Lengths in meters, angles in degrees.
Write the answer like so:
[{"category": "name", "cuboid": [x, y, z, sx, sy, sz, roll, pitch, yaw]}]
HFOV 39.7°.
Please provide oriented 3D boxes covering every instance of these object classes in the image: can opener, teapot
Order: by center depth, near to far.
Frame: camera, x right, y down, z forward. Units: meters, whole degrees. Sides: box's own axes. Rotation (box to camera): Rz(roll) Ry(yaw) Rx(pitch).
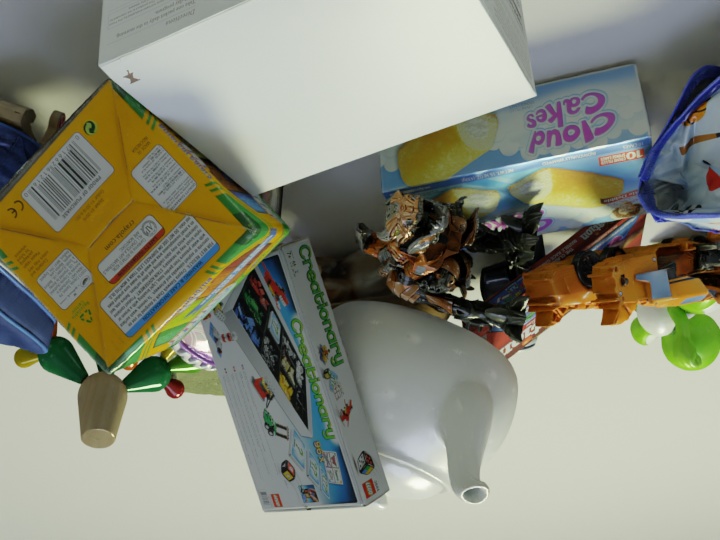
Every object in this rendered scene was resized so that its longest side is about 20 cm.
[{"category": "teapot", "cuboid": [0.028, 0.126, 0.834, 0.195, 0.148, 0.200, 16, 161, 14]}, {"category": "can opener", "cuboid": [0.152, -0.004, 0.919, 0.077, 0.064, 0.201, -18, 151, -2]}]

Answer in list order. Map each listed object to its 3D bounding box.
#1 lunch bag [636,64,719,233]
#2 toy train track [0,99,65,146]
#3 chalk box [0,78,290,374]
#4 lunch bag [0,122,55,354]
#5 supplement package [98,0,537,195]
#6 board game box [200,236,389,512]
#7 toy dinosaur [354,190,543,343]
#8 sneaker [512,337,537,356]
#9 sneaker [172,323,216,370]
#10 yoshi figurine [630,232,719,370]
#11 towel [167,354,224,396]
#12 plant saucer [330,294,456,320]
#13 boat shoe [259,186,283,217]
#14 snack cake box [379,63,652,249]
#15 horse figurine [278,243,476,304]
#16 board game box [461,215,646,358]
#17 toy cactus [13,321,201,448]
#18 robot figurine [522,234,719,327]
[{"category": "lunch bag", "cuboid": [0.309, -0.090, 0.693, 0.168, 0.125, 0.199, 5, 149, -44]}, {"category": "toy train track", "cuboid": [-0.238, -0.082, 0.752, 0.113, 0.033, 0.200, 18, 160, 0]}, {"category": "chalk box", "cuboid": [-0.134, -0.028, 0.660, 0.125, 0.124, 0.200, -44, 178, 5]}, {"category": "lunch bag", "cuboid": [-0.288, -0.016, 0.722, 0.134, 0.134, 0.200, 14, 160, 10]}, {"category": "supplement package", "cuboid": [-0.021, -0.151, 0.569, 0.197, 0.112, 0.156, -16, 150, 23]}, {"category": "board game box", "cuboid": [-0.059, 0.087, 0.779, 0.125, 0.203, 0.034, -15, -177, 45]}, {"category": "toy dinosaur", "cuboid": [0.064, -0.010, 0.753, 0.133, 0.104, 0.200, 9, -177, 7]}, {"category": "sneaker", "cuboid": [0.095, 0.101, 1.000, 0.198, 0.072, 0.073, -20, 175, 39]}, {"category": "sneaker", "cuboid": [-0.149, 0.033, 0.935, 0.088, 0.082, 0.199, -20, 148, 30]}, {"category": "yoshi figurine", "cuboid": [0.337, 0.036, 0.978, 0.110, 0.114, 0.201, -5, 156, -11]}, {"category": "towel", "cuboid": [-0.122, 0.101, 1.116, 0.197, 0.037, 0.149, 3, 151, -12]}, {"category": "plant saucer", "cuboid": [0.002, 0.059, 0.987, 0.197, 0.036, 0.200, -8, 171, -1]}, {"category": "boat shoe", "cuboid": [-0.106, -0.043, 0.805, 0.073, 0.077, 0.201, 7, 150, -13]}, {"category": "snack cake box", "cuboid": [0.122, -0.079, 0.770, 0.197, 0.068, 0.115, -11, 151, 14]}, {"category": "horse figurine", "cuboid": [0.000, 0.000, 0.917, 0.197, 0.051, 0.133, -15, 159, 9]}, {"category": "board game box", "cuboid": [0.174, 0.015, 0.888, 0.199, 0.019, 0.103, -36, 152, -12]}, {"category": "toy cactus", "cuboid": [-0.247, 0.094, 0.946, 0.198, 0.167, 0.102, 24, 129, -28]}, {"category": "robot figurine", "cuboid": [0.236, 0.006, 0.815, 0.198, 0.059, 0.144, -7, -179, -34]}]
